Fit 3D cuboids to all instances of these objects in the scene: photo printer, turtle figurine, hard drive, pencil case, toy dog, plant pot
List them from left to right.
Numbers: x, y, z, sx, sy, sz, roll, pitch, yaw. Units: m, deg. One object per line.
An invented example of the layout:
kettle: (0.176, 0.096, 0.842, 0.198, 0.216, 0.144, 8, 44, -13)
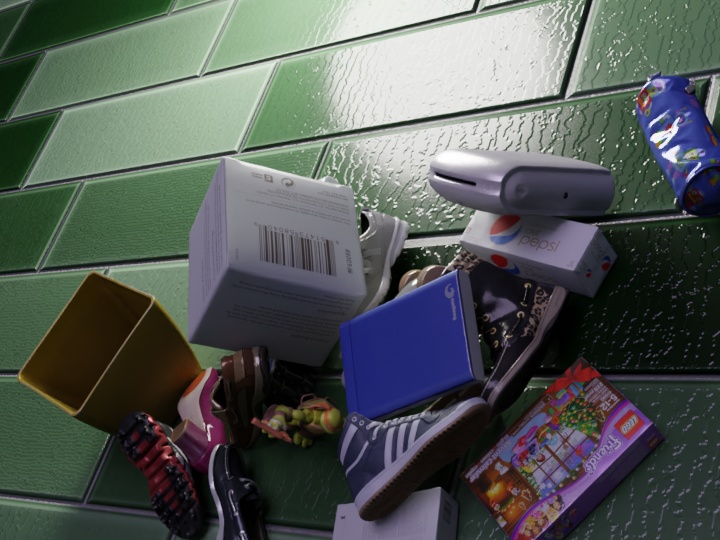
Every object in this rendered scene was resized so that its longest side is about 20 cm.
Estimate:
plant pot: (-0.358, 0.148, 1.750, 0.199, 0.176, 0.202, 17, 69, 47)
turtle figurine: (-0.068, 0.190, 1.478, 0.161, 0.197, 0.066, -18, 69, 60)
hard drive: (0.056, 0.096, 1.387, 0.199, 0.025, 0.134, -26, 61, 39)
toy dog: (0.065, 0.086, 1.506, 0.201, 0.096, 0.132, -50, 10, 11)
photo printer: (0.195, -0.112, 1.470, 0.166, 0.197, 0.071, 22, 110, 56)
pencil case: (0.402, -0.159, 1.425, 0.087, 0.077, 0.202, -48, 35, 32)

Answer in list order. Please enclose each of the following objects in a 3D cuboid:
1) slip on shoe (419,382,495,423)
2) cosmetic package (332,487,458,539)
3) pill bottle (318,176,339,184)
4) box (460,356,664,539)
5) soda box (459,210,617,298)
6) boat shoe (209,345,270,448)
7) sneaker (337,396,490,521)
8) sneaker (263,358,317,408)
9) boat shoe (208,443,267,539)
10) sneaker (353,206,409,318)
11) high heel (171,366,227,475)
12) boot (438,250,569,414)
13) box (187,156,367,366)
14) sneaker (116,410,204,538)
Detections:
slip on shoe: (0.083, 0.206, 1.409, 0.200, 0.060, 0.076, -42, 57, 9)
cosmetic package: (0.031, 0.359, 1.329, 0.149, 0.052, 0.202, -14, 48, 30)
pill bottle: (-0.111, -0.056, 1.760, 0.198, 0.113, 0.114, -26, 43, 21)
box: (0.222, 0.209, 1.299, 0.200, 0.039, 0.137, -45, 40, 1)
soda box: (0.223, -0.029, 1.483, 0.199, 0.064, 0.069, 17, 68, 48)
boat shoe: (-0.168, 0.169, 1.562, 0.073, 0.202, 0.076, -2, 50, -14)
sneaker: (0.053, 0.187, 1.345, 0.200, 0.070, 0.109, -43, 49, 14)
sneaker: (-0.113, 0.120, 1.653, 0.089, 0.078, 0.202, -31, 34, 32)
boat shoe: (-0.153, 0.311, 1.519, 0.060, 0.075, 0.202, -27, 54, 21)
sneaker: (0.000, 0.000, 1.625, 0.075, 0.081, 0.202, -49, 16, 53)
high heel: (-0.217, 0.221, 1.683, 0.067, 0.096, 0.201, -38, 19, 24)
boot: (0.150, 0.067, 1.389, 0.149, 0.074, 0.201, 26, 56, 17)
box: (-0.118, -0.009, 1.561, 0.172, 0.196, 0.202, 122, 151, -42)
sneaker: (-0.263, 0.287, 1.632, 0.071, 0.098, 0.201, -42, 62, 12)
